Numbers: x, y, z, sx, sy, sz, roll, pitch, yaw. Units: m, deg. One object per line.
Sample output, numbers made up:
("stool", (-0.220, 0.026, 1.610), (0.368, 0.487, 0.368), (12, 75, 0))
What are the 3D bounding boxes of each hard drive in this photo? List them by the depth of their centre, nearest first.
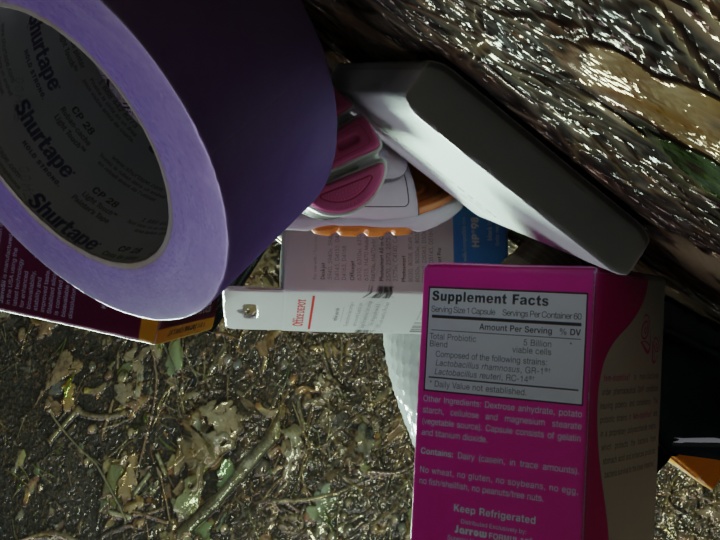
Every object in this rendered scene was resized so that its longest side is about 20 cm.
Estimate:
("hard drive", (0.054, -0.059, 0.611), (0.131, 0.027, 0.200), (36, -179, -15))

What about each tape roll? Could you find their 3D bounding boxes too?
("tape roll", (-0.113, -0.082, 0.558), (0.198, 0.085, 0.202), (25, 139, 24))

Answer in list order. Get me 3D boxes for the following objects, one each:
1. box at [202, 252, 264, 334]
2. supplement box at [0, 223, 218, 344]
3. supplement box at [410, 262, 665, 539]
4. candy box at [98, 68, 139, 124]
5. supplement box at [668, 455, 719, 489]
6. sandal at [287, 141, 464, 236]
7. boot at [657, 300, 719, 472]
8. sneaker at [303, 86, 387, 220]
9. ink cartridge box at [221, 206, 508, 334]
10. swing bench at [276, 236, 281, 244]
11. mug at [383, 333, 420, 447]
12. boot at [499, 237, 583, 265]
("box", (-0.121, -0.082, 0.883), (0.159, 0.201, 0.043), (35, -176, 24))
("supplement box", (-0.201, -0.016, 0.799), (0.197, 0.087, 0.110), (11, -176, 12))
("supplement box", (0.093, 0.099, 0.620), (0.102, 0.203, 0.101), (3, 178, 34))
("candy box", (-0.216, -0.104, 0.756), (0.197, 0.073, 0.168), (3, -172, -9))
("supplement box", (0.244, 0.105, 1.042), (0.125, 0.074, 0.200), (36, -179, -6))
("sandal", (-0.028, -0.061, 0.719), (0.203, 0.060, 0.079), (-5, -147, -14))
("boot", (0.170, 0.113, 0.678), (0.076, 0.169, 0.200), (33, -179, -36))
("sneaker", (-0.065, -0.099, 0.647), (0.200, 0.074, 0.088), (45, 170, 7))
("ink cartridge box", (0.000, 0.000, 0.864), (0.197, 0.068, 0.116), (2, 163, -5))
("swing bench", (-0.029, -0.062, 1.117), (0.198, 0.130, 0.200), (36, 180, -14))
("mug", (0.102, 0.083, 1.016), (0.200, 0.146, 0.177), (52, -169, -50))
("boot", (0.118, 0.061, 0.801), (0.199, 0.147, 0.070), (35, 179, -44))
